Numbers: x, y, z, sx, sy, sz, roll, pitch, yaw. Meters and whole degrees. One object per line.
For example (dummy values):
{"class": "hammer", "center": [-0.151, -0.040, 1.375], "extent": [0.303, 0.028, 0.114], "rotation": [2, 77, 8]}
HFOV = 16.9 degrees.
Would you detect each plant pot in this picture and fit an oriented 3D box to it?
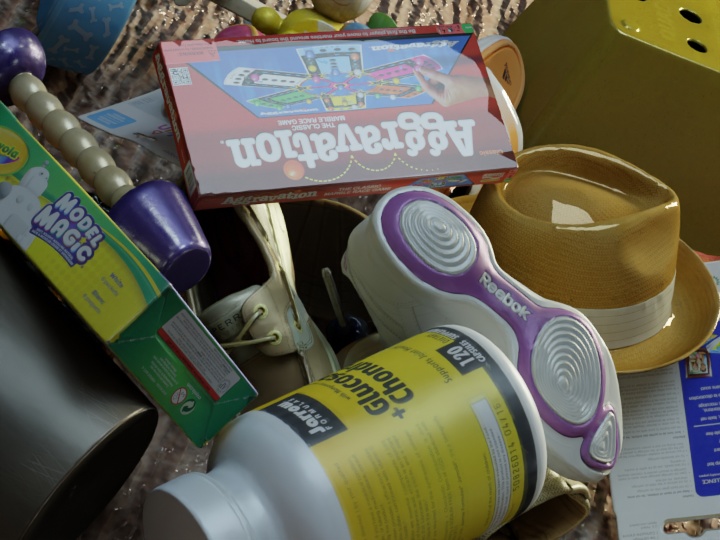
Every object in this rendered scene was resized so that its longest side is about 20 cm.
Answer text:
{"class": "plant pot", "center": [0.193, -0.108, 1.712], "extent": [0.199, 0.177, 0.200], "rotation": [21, 32, -13]}

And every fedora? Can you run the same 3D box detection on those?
{"class": "fedora", "center": [0.127, -0.019, 1.457], "extent": [0.199, 0.082, 0.201], "rotation": [9, 35, -7]}

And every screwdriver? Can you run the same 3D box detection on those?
{"class": "screwdriver", "center": [-0.013, 0.030, 1.384], "extent": [0.028, 0.029, 0.200], "rotation": [21, -8, 9]}

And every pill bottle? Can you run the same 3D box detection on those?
{"class": "pill bottle", "center": [-0.009, 0.112, 1.264], "extent": [0.199, 0.112, 0.112], "rotation": [-23, 55, -30]}

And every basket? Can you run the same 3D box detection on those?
{"class": "basket", "center": [-0.211, 0.050, 1.213], "extent": [0.200, 0.136, 0.180], "rotation": [40, 40, 12]}

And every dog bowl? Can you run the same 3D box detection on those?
{"class": "dog bowl", "center": [-0.179, -0.205, 1.627], "extent": [0.049, 0.112, 0.200], "rotation": [25, 30, -17]}

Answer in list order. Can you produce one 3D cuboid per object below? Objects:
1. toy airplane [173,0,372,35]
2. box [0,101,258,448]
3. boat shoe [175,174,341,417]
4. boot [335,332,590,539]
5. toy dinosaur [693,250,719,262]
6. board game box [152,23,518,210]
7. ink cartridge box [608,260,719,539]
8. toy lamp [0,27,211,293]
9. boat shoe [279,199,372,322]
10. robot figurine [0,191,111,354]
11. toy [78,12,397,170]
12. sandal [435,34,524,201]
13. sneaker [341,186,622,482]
{"class": "toy airplane", "center": [-0.029, -0.156, 1.639], "extent": [0.199, 0.142, 0.199], "rotation": [-2, 43, -42]}
{"class": "box", "center": [-0.141, -0.006, 1.245], "extent": [0.200, 0.048, 0.117], "rotation": [42, -9, 37]}
{"class": "boat shoe", "center": [-0.065, 0.031, 1.367], "extent": [0.066, 0.074, 0.201], "rotation": [30, 33, -55]}
{"class": "boot", "center": [0.086, 0.091, 1.435], "extent": [0.199, 0.073, 0.155], "rotation": [-15, 51, -46]}
{"class": "toy dinosaur", "center": [0.214, 0.013, 1.570], "extent": [0.180, 0.201, 0.105], "rotation": [-16, 13, 12]}
{"class": "board game box", "center": [-0.014, -0.091, 1.406], "extent": [0.199, 0.019, 0.104], "rotation": [-6, 65, -23]}
{"class": "ink cartridge box", "center": [0.195, 0.089, 1.487], "extent": [0.094, 0.037, 0.201], "rotation": [-6, 56, 5]}
{"class": "toy lamp", "center": [-0.152, -0.060, 1.376], "extent": [0.058, 0.058, 0.200], "rotation": [-5, 41, -42]}
{"class": "boat shoe", "center": [0.000, 0.000, 1.521], "extent": [0.199, 0.072, 0.064], "rotation": [15, -2, -20]}
{"class": "robot figurine", "center": [-0.194, -0.019, 1.391], "extent": [0.199, 0.058, 0.145], "rotation": [31, 32, 7]}
{"class": "toy", "center": [-0.059, -0.121, 1.461], "extent": [0.199, 0.048, 0.115], "rotation": [-20, 29, -35]}
{"class": "sandal", "center": [0.080, -0.103, 1.579], "extent": [0.059, 0.080, 0.207], "rotation": [-4, 28, 30]}
{"class": "sneaker", "center": [0.069, 0.040, 1.370], "extent": [0.200, 0.100, 0.075], "rotation": [49, 58, -3]}
